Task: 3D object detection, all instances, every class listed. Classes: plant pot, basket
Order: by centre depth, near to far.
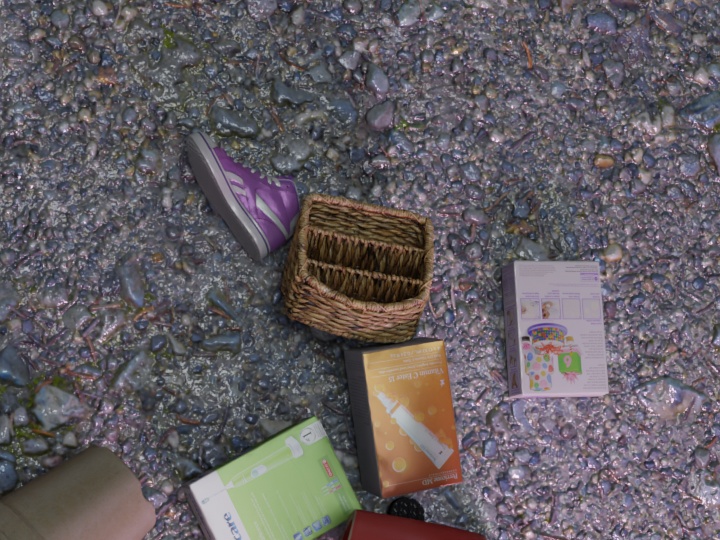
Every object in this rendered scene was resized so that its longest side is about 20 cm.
[{"bbox_3d":[-0.366,0.326,1.545,0.183,0.200,0.201,-37,91,-31],"label":"plant pot"},{"bbox_3d":[0.049,0.410,1.597,0.175,0.201,0.203,20,74,-2],"label":"plant pot"},{"bbox_3d":[0.000,0.000,1.699,0.198,0.143,0.150,12,119,-14],"label":"basket"}]

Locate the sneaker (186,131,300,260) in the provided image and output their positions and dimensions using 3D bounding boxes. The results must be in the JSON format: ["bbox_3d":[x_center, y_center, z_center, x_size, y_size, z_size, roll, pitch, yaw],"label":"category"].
[{"bbox_3d":[-0.160,-0.127,1.747,0.114,0.072,0.202,-37,102,-23],"label":"sneaker"}]

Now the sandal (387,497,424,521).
[{"bbox_3d":[0.051,0.420,1.721,0.074,0.045,0.202,21,60,-18],"label":"sandal"}]

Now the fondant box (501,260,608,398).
[{"bbox_3d":[0.291,0.088,1.843,0.142,0.058,0.203,1,79,-16],"label":"fondant box"}]

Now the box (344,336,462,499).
[{"bbox_3d":[0.059,0.203,1.715,0.123,0.097,0.203,-9,91,-16],"label":"box"}]

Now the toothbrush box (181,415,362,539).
[{"bbox_3d":[-0.121,0.308,1.662,0.199,0.086,0.147,-27,89,-20],"label":"toothbrush box"}]
